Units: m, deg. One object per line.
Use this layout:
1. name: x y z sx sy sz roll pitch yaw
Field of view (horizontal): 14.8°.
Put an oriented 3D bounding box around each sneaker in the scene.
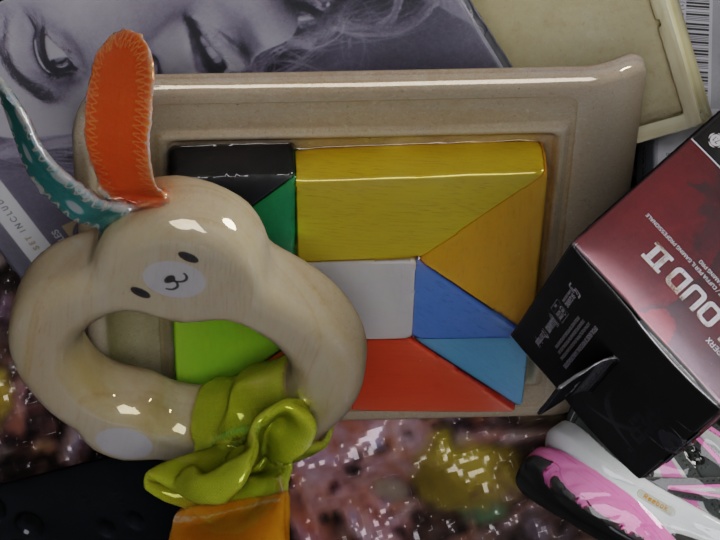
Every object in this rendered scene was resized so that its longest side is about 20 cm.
1. sneaker: 0.165 0.092 1.056 0.200 0.080 0.086 31 81 -12

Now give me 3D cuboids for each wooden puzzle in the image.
1. wooden puzzle: 0.000 0.000 0.998 0.199 0.037 0.185 -5 139 -6

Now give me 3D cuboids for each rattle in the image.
1. rattle: -0.074 0.039 0.916 0.130 0.200 0.143 16 60 15

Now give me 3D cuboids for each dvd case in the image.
1. dvd case: -0.054 -0.060 0.984 0.200 0.016 0.149 -24 123 17

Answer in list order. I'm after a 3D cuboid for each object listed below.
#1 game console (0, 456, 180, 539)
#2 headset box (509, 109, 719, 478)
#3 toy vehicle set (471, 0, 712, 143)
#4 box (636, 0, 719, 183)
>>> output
1. game console: -0.069 0.152 0.974 0.177 0.031 0.200 -15 59 -40
2. headset box: 0.140 -0.016 0.937 0.200 0.149 0.075 -41 83 -11
3. toy vehicle set: 0.016 -0.088 1.020 0.200 0.027 0.125 -15 96 17
4. box: 0.205 -0.040 1.045 0.199 0.041 0.156 3 78 -4
